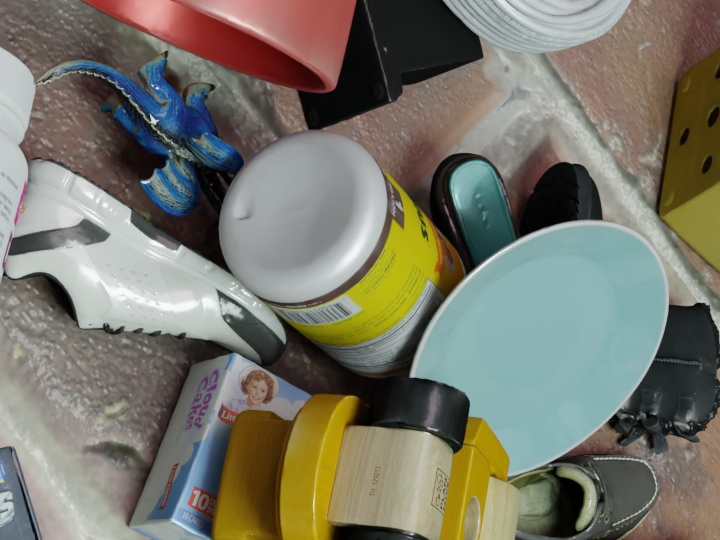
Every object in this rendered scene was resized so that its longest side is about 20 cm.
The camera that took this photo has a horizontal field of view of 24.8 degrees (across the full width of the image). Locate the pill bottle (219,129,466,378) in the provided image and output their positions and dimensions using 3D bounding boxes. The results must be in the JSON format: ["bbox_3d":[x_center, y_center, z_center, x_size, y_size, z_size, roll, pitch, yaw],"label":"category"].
[{"bbox_3d":[0.000,0.000,1.034,0.200,0.109,0.110,44,51,-57],"label":"pill bottle"}]

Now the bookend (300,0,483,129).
[{"bbox_3d":[0.039,-0.221,1.168,0.199,0.092,0.200,-16,91,-39],"label":"bookend"}]

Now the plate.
[{"bbox_3d":[0.112,0.049,1.062,0.199,0.026,0.201,-17,130,-21],"label":"plate"}]

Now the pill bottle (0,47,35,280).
[{"bbox_3d":[-0.250,-0.027,0.913,0.113,0.113,0.201,22,67,-27],"label":"pill bottle"}]

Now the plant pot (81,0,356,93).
[{"bbox_3d":[-0.077,-0.228,0.999,0.199,0.200,0.178,22,88,-27],"label":"plant pot"}]

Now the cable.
[{"bbox_3d":[0.117,-0.252,1.135,0.199,0.069,0.201,26,66,-32],"label":"cable"}]

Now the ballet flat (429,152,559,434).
[{"bbox_3d":[0.093,0.016,1.148,0.068,0.068,0.201,-13,91,-19],"label":"ballet flat"}]

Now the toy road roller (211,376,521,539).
[{"bbox_3d":[0.003,0.141,0.969,0.200,0.145,0.124,50,47,-58],"label":"toy road roller"}]

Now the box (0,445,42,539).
[{"bbox_3d":[-0.262,0.197,0.885,0.199,0.051,0.159,-14,86,-35],"label":"box"}]

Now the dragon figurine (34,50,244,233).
[{"bbox_3d":[-0.111,-0.075,1.012,0.100,0.059,0.200,58,12,24],"label":"dragon figurine"}]

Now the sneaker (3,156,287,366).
[{"bbox_3d":[-0.137,0.013,1.015,0.199,0.074,0.080,32,78,-19],"label":"sneaker"}]

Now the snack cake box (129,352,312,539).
[{"bbox_3d":[-0.032,0.150,1.038,0.199,0.067,0.116,31,65,-23],"label":"snack cake box"}]

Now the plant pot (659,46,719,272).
[{"bbox_3d":[0.350,-0.091,1.289,0.175,0.200,0.201,19,67,-15],"label":"plant pot"}]

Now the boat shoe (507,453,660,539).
[{"bbox_3d":[0.143,0.165,1.146,0.200,0.066,0.072,-7,71,-34],"label":"boat shoe"}]

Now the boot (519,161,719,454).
[{"bbox_3d":[0.197,0.031,1.218,0.162,0.073,0.200,11,79,-28],"label":"boot"}]
